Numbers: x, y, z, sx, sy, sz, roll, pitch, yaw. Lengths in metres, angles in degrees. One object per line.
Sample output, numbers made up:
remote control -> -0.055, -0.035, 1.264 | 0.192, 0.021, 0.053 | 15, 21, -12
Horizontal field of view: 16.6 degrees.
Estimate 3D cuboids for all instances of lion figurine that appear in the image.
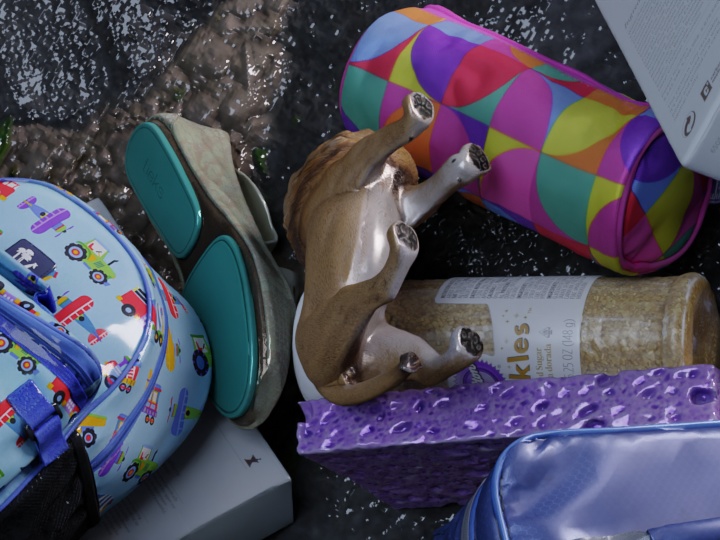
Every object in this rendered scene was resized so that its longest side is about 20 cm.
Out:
lion figurine -> 0.000, 0.000, 1.129 | 0.122, 0.072, 0.201 | -37, 25, 36

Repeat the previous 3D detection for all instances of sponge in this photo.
sponge -> 0.083, 0.079, 1.131 | 0.199, 0.112, 0.030 | -6, 68, 23

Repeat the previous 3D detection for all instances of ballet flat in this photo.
ballet flat -> -0.061, -0.005, 1.243 | 0.068, 0.062, 0.201 | -54, 45, 36

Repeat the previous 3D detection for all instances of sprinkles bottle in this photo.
sprinkles bottle -> 0.069, 0.035, 1.178 | 0.199, 0.068, 0.069 | -1, 72, 24

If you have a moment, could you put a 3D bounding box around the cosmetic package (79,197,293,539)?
cosmetic package -> -0.147, 0.076, 1.240 | 0.150, 0.052, 0.200 | -28, 60, -15

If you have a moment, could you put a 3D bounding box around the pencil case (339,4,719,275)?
pencil case -> 0.082, -0.066, 1.181 | 0.199, 0.088, 0.089 | 25, 84, 39

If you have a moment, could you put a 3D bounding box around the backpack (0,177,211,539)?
backpack -> -0.174, 0.042, 1.152 | 0.182, 0.135, 0.200 | 38, 66, 24

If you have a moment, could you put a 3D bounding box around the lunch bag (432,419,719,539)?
lunch bag -> 0.136, 0.141, 1.038 | 0.199, 0.132, 0.137 | -3, 67, -17

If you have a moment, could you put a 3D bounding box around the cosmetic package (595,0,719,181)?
cosmetic package -> 0.176, -0.101, 1.095 | 0.074, 0.101, 0.200 | -62, 20, 24
